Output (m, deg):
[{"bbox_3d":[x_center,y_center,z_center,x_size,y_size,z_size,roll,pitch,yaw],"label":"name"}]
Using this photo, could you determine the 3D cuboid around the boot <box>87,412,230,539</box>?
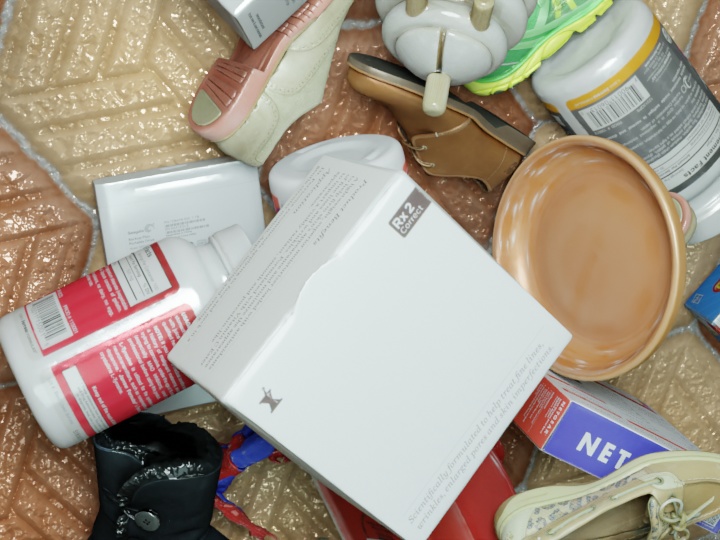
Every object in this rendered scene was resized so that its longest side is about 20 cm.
[{"bbox_3d":[-0.129,0.209,1.136,0.199,0.077,0.169,22,130,8],"label":"boot"}]

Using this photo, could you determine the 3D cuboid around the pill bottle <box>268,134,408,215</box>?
[{"bbox_3d":[0.000,0.000,1.155,0.111,0.111,0.201,-18,111,-12],"label":"pill bottle"}]

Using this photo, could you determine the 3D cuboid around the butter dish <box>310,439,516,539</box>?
[{"bbox_3d":[0.067,0.188,1.218,0.148,0.200,0.200,-37,115,-31],"label":"butter dish"}]

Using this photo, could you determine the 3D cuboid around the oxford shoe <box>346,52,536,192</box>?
[{"bbox_3d":[0.058,-0.115,1.147,0.200,0.071,0.071,25,103,-37],"label":"oxford shoe"}]

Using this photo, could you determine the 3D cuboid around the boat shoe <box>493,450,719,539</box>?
[{"bbox_3d":[0.208,0.199,1.121,0.199,0.063,0.074,-16,122,-1],"label":"boat shoe"}]

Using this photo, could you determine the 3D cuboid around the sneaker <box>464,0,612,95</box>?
[{"bbox_3d":[0.150,-0.231,1.153,0.200,0.074,0.084,-45,118,-1],"label":"sneaker"}]

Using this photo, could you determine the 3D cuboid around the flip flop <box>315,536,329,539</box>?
[{"bbox_3d":[-0.109,0.294,1.235,0.200,0.081,0.058,-40,97,-5],"label":"flip flop"}]

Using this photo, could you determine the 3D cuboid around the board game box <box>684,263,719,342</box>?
[{"bbox_3d":[0.440,0.026,1.340,0.200,0.056,0.196,-47,115,0],"label":"board game box"}]

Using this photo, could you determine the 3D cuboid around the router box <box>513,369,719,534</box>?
[{"bbox_3d":[0.207,0.134,1.228,0.199,0.180,0.049,27,99,-23],"label":"router box"}]

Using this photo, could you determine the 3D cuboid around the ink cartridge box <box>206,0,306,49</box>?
[{"bbox_3d":[-0.059,-0.288,1.028,0.200,0.084,0.146,-44,80,-2],"label":"ink cartridge box"}]

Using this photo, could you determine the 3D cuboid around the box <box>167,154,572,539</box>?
[{"bbox_3d":[0.007,0.055,1.028,0.200,0.131,0.199,42,82,-26],"label":"box"}]

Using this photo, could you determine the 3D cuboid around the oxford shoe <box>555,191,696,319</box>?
[{"bbox_3d":[0.225,-0.002,1.217,0.074,0.071,0.200,14,146,-29],"label":"oxford shoe"}]

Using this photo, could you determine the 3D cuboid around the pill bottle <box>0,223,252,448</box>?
[{"bbox_3d":[-0.165,0.044,1.085,0.199,0.112,0.113,-26,113,-9],"label":"pill bottle"}]

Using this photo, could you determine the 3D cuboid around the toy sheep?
[{"bbox_3d":[0.071,-0.211,1.068,0.137,0.138,0.201,25,70,-23],"label":"toy sheep"}]

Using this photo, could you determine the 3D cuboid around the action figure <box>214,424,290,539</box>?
[{"bbox_3d":[-0.073,0.157,1.181,0.099,0.065,0.200,34,124,-27],"label":"action figure"}]

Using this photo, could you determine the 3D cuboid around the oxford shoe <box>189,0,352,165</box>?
[{"bbox_3d":[-0.051,-0.174,1.106,0.200,0.071,0.074,-51,131,-1],"label":"oxford shoe"}]

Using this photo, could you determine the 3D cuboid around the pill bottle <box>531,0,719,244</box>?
[{"bbox_3d":[0.243,-0.122,1.196,0.116,0.116,0.200,-44,115,-1],"label":"pill bottle"}]

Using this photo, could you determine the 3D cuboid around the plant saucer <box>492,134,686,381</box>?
[{"bbox_3d":[0.190,-0.011,1.162,0.037,0.200,0.201,-7,110,-40],"label":"plant saucer"}]

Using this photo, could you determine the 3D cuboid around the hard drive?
[{"bbox_3d":[-0.138,0.013,1.160,0.131,0.027,0.201,-11,109,-15],"label":"hard drive"}]
